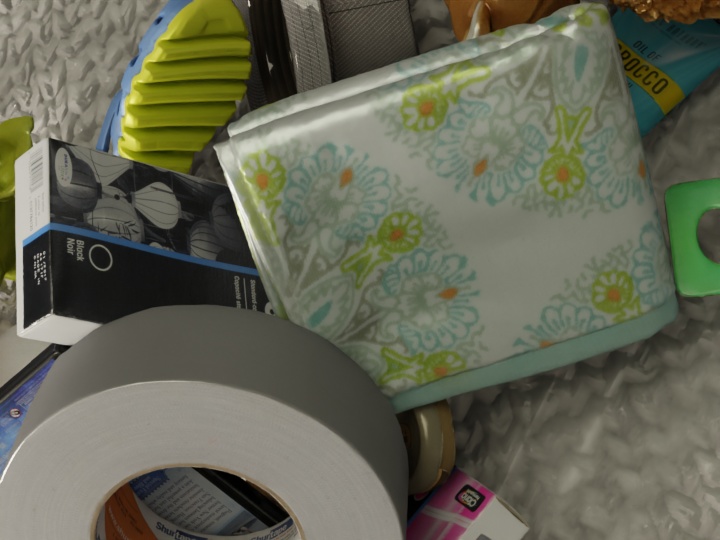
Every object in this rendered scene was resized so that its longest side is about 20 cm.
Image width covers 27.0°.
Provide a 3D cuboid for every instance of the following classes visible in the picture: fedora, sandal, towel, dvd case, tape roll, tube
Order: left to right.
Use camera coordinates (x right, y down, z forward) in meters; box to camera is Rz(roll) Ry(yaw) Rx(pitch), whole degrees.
[{"bbox_3d":[-0.136,0.138,0.818,0.143,0.200,0.018,-39,25,19],"label":"dvd case"},{"bbox_3d":[-0.135,-0.095,0.952,0.087,0.079,0.200,53,124,42],"label":"sandal"},{"bbox_3d":[-0.076,0.116,0.747,0.200,0.200,0.066,-22,28,18],"label":"tape roll"},{"bbox_3d":[-0.028,0.105,0.834,0.200,0.054,0.080,-22,77,48],"label":"sandal"},{"bbox_3d":[-0.018,-0.150,0.901,0.090,0.200,0.177,-12,86,-12],"label":"fedora"},{"bbox_3d":[0.045,-0.021,0.734,0.200,0.171,0.048,-18,28,2],"label":"towel"},{"bbox_3d":[0.129,-0.082,0.869,0.200,0.050,0.077,-47,67,-1],"label":"tube"}]

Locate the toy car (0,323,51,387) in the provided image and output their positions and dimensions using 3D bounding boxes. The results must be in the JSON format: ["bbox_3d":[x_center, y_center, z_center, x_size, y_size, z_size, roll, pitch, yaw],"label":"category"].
[{"bbox_3d":[-0.210,0.092,0.931,0.200,0.177,0.185,-13,52,-8],"label":"toy car"}]

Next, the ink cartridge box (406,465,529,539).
[{"bbox_3d":[-0.002,0.189,0.802,0.200,0.037,0.095,-50,24,-6],"label":"ink cartridge box"}]

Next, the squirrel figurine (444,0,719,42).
[{"bbox_3d":[0.105,-0.183,0.732,0.200,0.141,0.187,30,118,39],"label":"squirrel figurine"}]

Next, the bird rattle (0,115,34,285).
[{"bbox_3d":[-0.312,-0.058,0.995,0.200,0.163,0.113,18,117,19],"label":"bird rattle"}]

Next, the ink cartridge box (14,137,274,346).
[{"bbox_3d":[-0.090,0.000,0.806,0.039,0.200,0.100,-27,61,41],"label":"ink cartridge box"}]

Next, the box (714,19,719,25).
[{"bbox_3d":[0.192,-0.253,0.847,0.132,0.115,0.200,-41,62,0],"label":"box"}]

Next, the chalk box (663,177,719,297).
[{"bbox_3d":[0.255,-0.031,0.745,0.200,0.124,0.125,-12,70,23],"label":"chalk box"}]
